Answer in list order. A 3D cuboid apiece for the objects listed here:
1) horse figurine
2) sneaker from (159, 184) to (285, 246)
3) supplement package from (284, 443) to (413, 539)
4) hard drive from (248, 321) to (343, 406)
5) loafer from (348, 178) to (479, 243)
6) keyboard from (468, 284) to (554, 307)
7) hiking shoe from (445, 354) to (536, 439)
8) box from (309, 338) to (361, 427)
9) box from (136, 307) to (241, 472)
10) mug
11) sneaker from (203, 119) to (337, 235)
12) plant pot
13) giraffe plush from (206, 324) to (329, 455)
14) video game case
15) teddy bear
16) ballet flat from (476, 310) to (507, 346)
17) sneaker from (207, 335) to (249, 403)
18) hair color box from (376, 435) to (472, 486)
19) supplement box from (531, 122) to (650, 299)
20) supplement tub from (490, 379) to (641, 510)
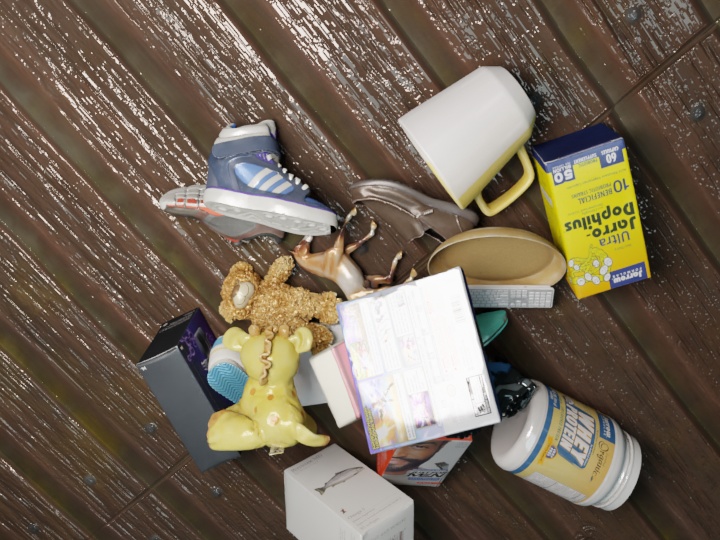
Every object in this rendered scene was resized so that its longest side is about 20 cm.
[{"bbox_3d":[0.000,0.000,1.092,0.132,0.050,0.200,-43,103,16],"label":"horse figurine"},{"bbox_3d":[-0.201,-0.072,1.066,0.194,0.078,0.084,7,118,1],"label":"sneaker"},{"bbox_3d":[-0.021,0.390,1.149,0.115,0.198,0.121,-19,118,-38],"label":"supplement package"},{"bbox_3d":[-0.078,0.153,1.167,0.194,0.027,0.135,-9,109,7],"label":"hard drive"},{"bbox_3d":[0.073,-0.077,1.036,0.195,0.073,0.073,17,86,-3],"label":"loafer"},{"bbox_3d":[0.192,0.041,1.091,0.194,0.011,0.057,0,143,12],"label":"keyboard"},{"bbox_3d":[0.161,0.181,1.043,0.196,0.087,0.076,-8,131,-37],"label":"hiking shoe"},{"bbox_3d":[0.045,0.131,1.053,0.197,0.128,0.111,-29,80,13],"label":"box"},{"bbox_3d":[-0.251,0.184,1.128,0.077,0.142,0.204,-22,109,12],"label":"box"},{"bbox_3d":[0.158,-0.185,0.985,0.152,0.186,0.151,-38,63,7],"label":"mug"},{"bbox_3d":[-0.115,-0.141,1.005,0.194,0.081,0.151,12,74,1],"label":"sneaker"},{"bbox_3d":[0.194,-0.013,1.032,0.194,0.028,0.201,4,154,2],"label":"plant pot"},{"bbox_3d":[-0.130,0.159,1.003,0.168,0.199,0.167,0,83,-22],"label":"giraffe plush"},{"bbox_3d":[0.076,0.119,0.953,0.177,0.045,0.206,-16,81,14],"label":"video game case"},{"bbox_3d":[-0.123,0.057,1.097,0.198,0.067,0.146,37,108,0],"label":"teddy bear"},{"bbox_3d":[0.139,0.118,1.121,0.070,0.068,0.200,42,107,-6],"label":"ballet flat"},{"bbox_3d":[-0.166,0.184,1.134,0.075,0.082,0.202,-24,127,10],"label":"sneaker"},{"bbox_3d":[0.094,0.274,1.124,0.108,0.065,0.202,5,143,-8],"label":"hair color box"},{"bbox_3d":[0.321,-0.084,1.010,0.106,0.110,0.204,-17,109,9],"label":"supplement box"},{"bbox_3d":[0.319,0.275,1.126,0.196,0.145,0.147,25,110,-7],"label":"supplement tub"}]
